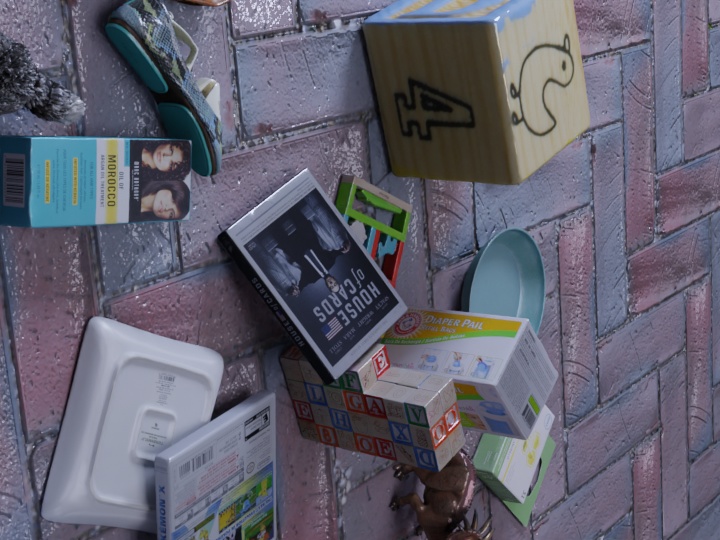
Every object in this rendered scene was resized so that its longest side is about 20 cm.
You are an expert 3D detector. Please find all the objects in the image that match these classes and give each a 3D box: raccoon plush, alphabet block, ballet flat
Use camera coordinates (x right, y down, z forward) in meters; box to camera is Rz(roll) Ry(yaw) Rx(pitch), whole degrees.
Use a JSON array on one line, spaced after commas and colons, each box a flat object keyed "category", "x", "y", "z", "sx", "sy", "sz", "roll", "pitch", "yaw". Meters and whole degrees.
[{"category": "raccoon plush", "x": -0.319, "y": -0.125, "z": 1.137, "sx": 0.199, "sy": 0.096, "sz": 0.135, "roll": 31, "pitch": 78, "yaw": -42}, {"category": "alphabet block", "x": 0.143, "y": -0.236, "z": 1.647, "sx": 0.195, "sy": 0.195, "sz": 0.202, "roll": -37, "pitch": 123, "yaw": -41}, {"category": "ballet flat", "x": -0.174, "y": -0.184, "z": 1.337, "sx": 0.074, "sy": 0.074, "sz": 0.201, "roll": -55, "pitch": 136, "yaw": -31}]

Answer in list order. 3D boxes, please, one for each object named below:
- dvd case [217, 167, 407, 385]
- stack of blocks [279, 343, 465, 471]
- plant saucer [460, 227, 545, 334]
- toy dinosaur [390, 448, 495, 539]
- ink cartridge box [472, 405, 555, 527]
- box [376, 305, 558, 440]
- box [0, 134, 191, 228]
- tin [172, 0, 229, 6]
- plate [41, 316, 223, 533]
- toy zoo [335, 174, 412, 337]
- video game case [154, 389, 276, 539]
[{"category": "dvd case", "x": -0.049, "y": 0.004, "z": 1.497, "sx": 0.201, "sy": 0.025, "sz": 0.150, "roll": 53, "pitch": 48, "yaw": -5}, {"category": "stack of blocks", "x": 0.013, "y": 0.145, "z": 1.529, "sx": 0.059, "sy": 0.199, "sz": 0.116, "roll": -39, "pitch": 126, "yaw": -41}, {"category": "plant saucer", "x": 0.192, "y": 0.039, "z": 1.882, "sx": 0.199, "sy": 0.036, "sz": 0.202, "roll": -12, "pitch": 105, "yaw": -51}, {"category": "toy dinosaur", "x": 0.117, "y": 0.293, "z": 1.741, "sx": 0.085, "sy": 0.135, "sz": 0.202, "roll": 8, "pitch": 89, "yaw": -52}, {"category": "ink cartridge box", "x": 0.241, "y": 0.271, "z": 1.974, "sx": 0.200, "sy": 0.048, "sz": 0.146, "roll": 48, "pitch": 58, "yaw": -42}, {"category": "box", "x": 0.122, "y": 0.122, "z": 1.668, "sx": 0.102, "sy": 0.199, "sz": 0.113, "roll": -59, "pitch": 134, "yaw": -29}, {"category": "box", "x": -0.246, "y": -0.085, "z": 1.280, "sx": 0.199, "sy": 0.049, "sz": 0.083, "roll": -7, "pitch": 101, "yaw": -52}, {"category": "tin", "x": -0.188, "y": -0.324, "z": 1.330, "sx": 0.199, "sy": 0.042, "sz": 0.113, "roll": 2, "pitch": 97, "yaw": -53}, {"category": "plate", "x": -0.217, "y": 0.164, "z": 1.370, "sx": 0.199, "sy": 0.032, "sz": 0.202, "roll": 22, "pitch": 78, "yaw": -51}, {"category": "toy zoo", "x": 0.000, "y": 0.000, "z": 1.637, "sx": 0.131, "sy": 0.020, "sz": 0.202, "roll": 22, "pitch": 78, "yaw": -52}, {"category": "video game case", "x": -0.150, "y": 0.245, "z": 1.442, "sx": 0.200, "sy": 0.022, "sz": 0.184, "roll": -29, "pitch": 124, "yaw": -57}]
